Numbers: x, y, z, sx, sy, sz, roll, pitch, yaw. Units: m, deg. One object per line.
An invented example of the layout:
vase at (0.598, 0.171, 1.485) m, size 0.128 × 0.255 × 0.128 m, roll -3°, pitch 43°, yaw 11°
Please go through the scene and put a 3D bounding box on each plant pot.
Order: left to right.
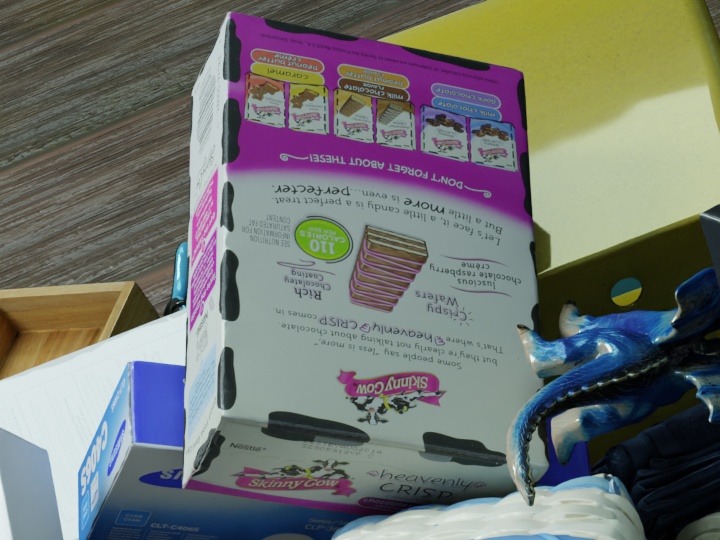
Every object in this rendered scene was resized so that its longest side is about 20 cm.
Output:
plant pot at (0.104, -0.005, 1.241) m, size 0.199 × 0.200 × 0.177 m, roll -20°, pitch 35°, yaw -4°

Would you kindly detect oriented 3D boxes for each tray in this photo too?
tray at (-0.181, 0.093, 1.342) m, size 0.098 × 0.037 × 0.200 m, roll -4°, pitch 45°, yaw 31°

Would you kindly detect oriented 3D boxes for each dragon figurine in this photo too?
dragon figurine at (0.119, 0.034, 1.025) m, size 0.099 × 0.059 × 0.200 m, roll -16°, pitch 2°, yaw 24°

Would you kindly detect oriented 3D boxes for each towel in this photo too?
towel at (0.188, 0.069, 1.142) m, size 0.200 × 0.049 × 0.112 m, roll -24°, pitch -11°, yaw -16°

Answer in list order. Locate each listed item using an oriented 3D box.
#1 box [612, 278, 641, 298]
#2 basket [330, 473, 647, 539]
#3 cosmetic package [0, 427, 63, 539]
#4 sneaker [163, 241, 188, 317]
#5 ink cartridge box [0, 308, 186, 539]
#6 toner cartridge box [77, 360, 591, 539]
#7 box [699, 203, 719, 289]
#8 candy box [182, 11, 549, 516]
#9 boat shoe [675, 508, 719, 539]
box at (0.099, -0.009, 1.413) m, size 0.199 × 0.049 × 0.082 m, roll -22°, pitch 23°, yaw -8°
basket at (0.043, 0.164, 0.958) m, size 0.176 × 0.140 × 0.200 m, roll -11°, pitch 16°, yaw 19°
cosmetic package at (-0.180, 0.179, 1.033) m, size 0.150 × 0.052 × 0.201 m, roll -20°, pitch 66°, yaw 14°
sneaker at (-0.080, 0.053, 1.370) m, size 0.073 × 0.082 × 0.200 m, roll -15°, pitch 25°, yaw 1°
ink cartridge box at (-0.077, 0.077, 1.258) m, size 0.199 × 0.059 × 0.104 m, roll -22°, pitch 53°, yaw -9°
toner cartridge box at (-0.012, 0.089, 1.111) m, size 0.199 × 0.095 × 0.043 m, roll 7°, pitch 53°, yaw -16°
box at (0.239, 0.007, 0.965) m, size 0.200 × 0.142 × 0.079 m, roll -25°, pitch 18°, yaw -19°
candy box at (0.000, 0.000, 1.079) m, size 0.136 × 0.061 × 0.201 m, roll 10°, pitch 53°, yaw -15°
boat shoe at (0.219, 0.118, 1.020) m, size 0.200 × 0.072 × 0.068 m, roll 5°, pitch 12°, yaw 42°
